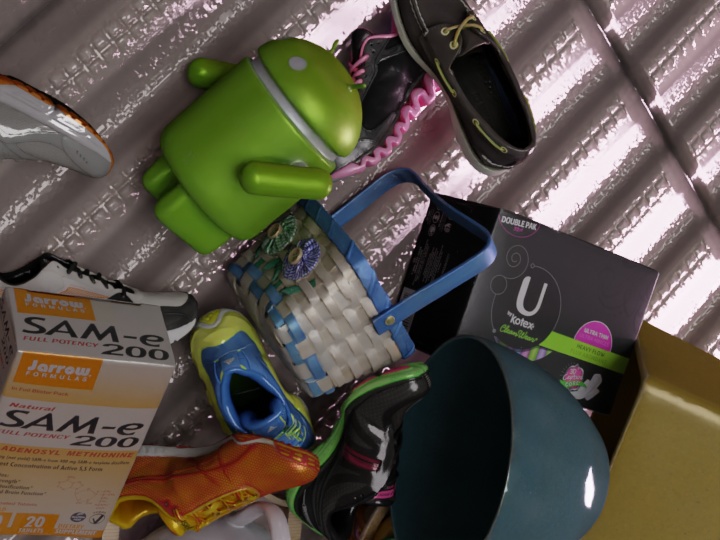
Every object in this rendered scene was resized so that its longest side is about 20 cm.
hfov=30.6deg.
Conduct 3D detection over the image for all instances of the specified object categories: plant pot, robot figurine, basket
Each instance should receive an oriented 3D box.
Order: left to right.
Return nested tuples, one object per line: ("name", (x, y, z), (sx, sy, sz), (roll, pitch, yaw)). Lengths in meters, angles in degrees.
("robot figurine", (-0.082, -0.106, 1.074), (0.199, 0.176, 0.116), (-39, 133, 9))
("basket", (0.000, 0.000, 1.125), (0.199, 0.176, 0.140), (-32, 124, -11))
("plant pot", (0.127, 0.167, 1.099), (0.133, 0.200, 0.203), (14, 93, -24))
("plant pot", (0.321, 0.190, 1.254), (0.198, 0.196, 0.196), (20, 107, 3))

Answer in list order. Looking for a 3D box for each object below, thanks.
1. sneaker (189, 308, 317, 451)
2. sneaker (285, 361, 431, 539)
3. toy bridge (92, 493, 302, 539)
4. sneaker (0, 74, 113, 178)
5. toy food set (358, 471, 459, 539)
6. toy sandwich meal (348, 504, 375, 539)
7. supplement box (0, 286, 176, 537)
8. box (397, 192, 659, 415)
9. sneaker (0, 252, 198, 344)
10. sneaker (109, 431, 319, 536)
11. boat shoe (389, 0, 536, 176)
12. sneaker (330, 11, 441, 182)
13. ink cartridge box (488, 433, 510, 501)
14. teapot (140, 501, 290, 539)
("sneaker", (-0.086, 0.132, 1.128), (0.075, 0.105, 0.201), (-30, 122, 1))
("sneaker", (0.012, 0.156, 1.129), (0.076, 0.084, 0.201), (-14, 144, -50))
("toy bridge", (-0.143, 0.209, 1.170), (0.198, 0.027, 0.068), (4, 96, -29))
("sneaker", (-0.289, -0.108, 1.012), (0.198, 0.076, 0.093), (27, 94, -22))
("toy food set", (0.069, 0.278, 1.203), (0.197, 0.048, 0.202), (-38, 119, -28))
("toy sandwich meal", (0.063, 0.189, 1.254), (0.203, 0.070, 0.208), (-6, 102, -28))
("supplement box", (-0.237, 0.116, 1.024), (0.125, 0.074, 0.201), (7, 127, -28))
("box", (0.153, 0.031, 1.243), (0.198, 0.124, 0.150), (19, 91, -29))
("sneaker", (-0.224, 0.026, 1.066), (0.198, 0.073, 0.081), (-3, 99, -29))
("sneaker", (-0.121, 0.180, 1.081), (0.073, 0.198, 0.078), (44, 41, -50))
("boat shoe", (0.092, -0.182, 1.131), (0.071, 0.060, 0.203), (-29, 92, -25))
("sneaker", (0.011, -0.162, 1.160), (0.096, 0.079, 0.200), (49, 64, -20))
("ink cartridge box", (0.164, 0.183, 1.275), (0.200, 0.039, 0.101), (39, 53, -65))
("teapot", (-0.121, 0.313, 1.115), (0.196, 0.146, 0.202), (-31, 122, -11))
